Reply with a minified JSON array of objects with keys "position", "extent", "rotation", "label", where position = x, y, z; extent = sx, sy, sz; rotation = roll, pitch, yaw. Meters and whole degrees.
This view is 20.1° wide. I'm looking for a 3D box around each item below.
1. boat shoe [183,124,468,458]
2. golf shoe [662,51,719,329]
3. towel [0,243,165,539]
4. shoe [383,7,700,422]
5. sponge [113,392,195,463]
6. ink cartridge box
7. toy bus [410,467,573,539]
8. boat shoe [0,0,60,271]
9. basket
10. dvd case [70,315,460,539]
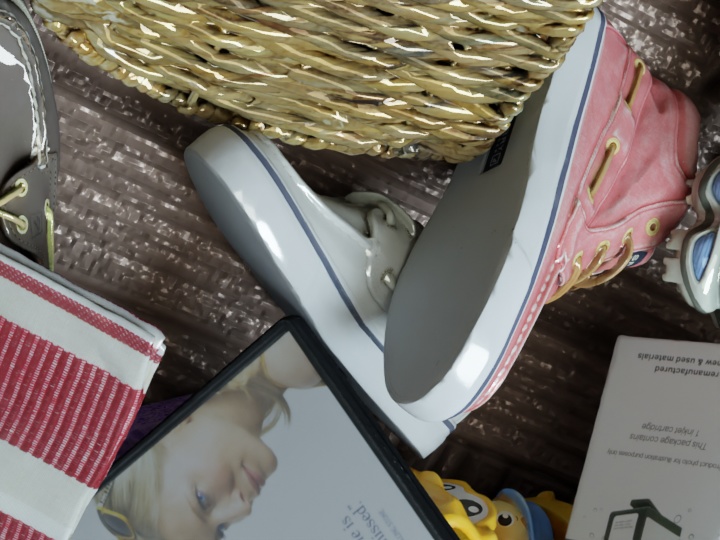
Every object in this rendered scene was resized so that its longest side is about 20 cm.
[{"position":[0.000,0.000,0.841],"extent":[0.066,0.072,0.200],"rotation":[-43,127,-7],"label":"boat shoe"},{"position":[0.196,-0.068,0.832],"extent":[0.078,0.097,0.201],"rotation":[19,80,-50],"label":"golf shoe"},{"position":[-0.175,0.069,0.800],"extent":[0.144,0.023,0.200],"rotation":[28,117,-2],"label":"towel"},{"position":[0.080,-0.013,0.824],"extent":[0.091,0.071,0.201],"rotation":[35,59,-26],"label":"shoe"},{"position":[-0.152,0.131,0.891],"extent":[0.199,0.030,0.112],"rotation":[-14,112,-6],"label":"sponge"},{"position":[0.153,0.146,0.857],"extent":[0.146,0.084,0.201],"rotation":[28,72,-43],"label":"ink cartridge box"},{"position":[0.066,0.165,0.909],"extent":[0.191,0.136,0.201],"rotation":[-19,112,-20],"label":"toy bus"},{"position":[-0.153,-0.015,0.802],"extent":[0.072,0.060,0.201],"rotation":[-1,119,-24],"label":"boat shoe"},{"position":[-0.018,-0.146,0.797],"extent":[0.199,0.149,0.143],"rotation":[16,141,-18],"label":"basket"},{"position":[-0.058,0.133,0.822],"extent":[0.200,0.018,0.143],"rotation":[-41,77,19],"label":"dvd case"}]
